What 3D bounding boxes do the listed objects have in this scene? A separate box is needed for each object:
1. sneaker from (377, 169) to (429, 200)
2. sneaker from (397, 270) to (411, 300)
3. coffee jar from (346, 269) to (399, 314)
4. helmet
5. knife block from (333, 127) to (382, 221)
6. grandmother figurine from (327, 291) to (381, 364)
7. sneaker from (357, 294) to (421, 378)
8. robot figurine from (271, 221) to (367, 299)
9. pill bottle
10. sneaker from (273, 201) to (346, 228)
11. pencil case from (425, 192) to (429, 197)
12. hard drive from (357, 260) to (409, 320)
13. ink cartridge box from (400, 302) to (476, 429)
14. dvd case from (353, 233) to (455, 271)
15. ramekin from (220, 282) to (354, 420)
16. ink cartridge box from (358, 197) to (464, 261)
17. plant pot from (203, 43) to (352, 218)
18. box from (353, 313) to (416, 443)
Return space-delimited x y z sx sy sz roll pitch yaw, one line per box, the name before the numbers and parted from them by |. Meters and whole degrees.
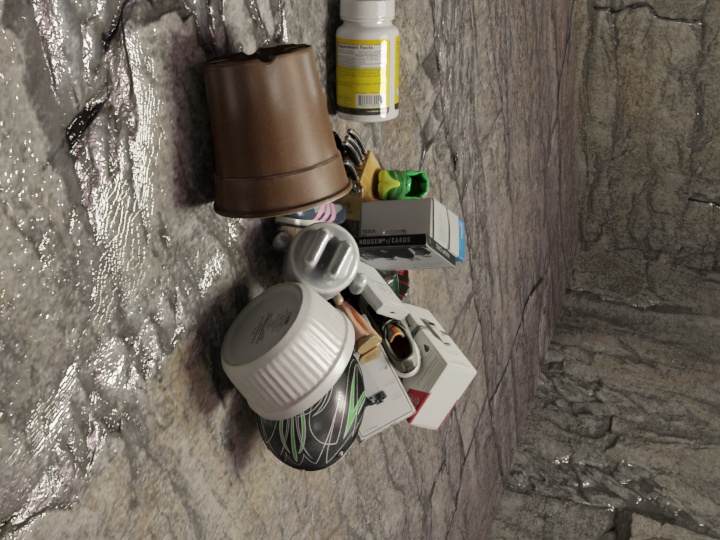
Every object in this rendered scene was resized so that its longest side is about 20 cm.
sneaker | 0.097 -0.155 1.619 0.200 0.083 0.075 -12 108 -67
sneaker | 0.077 0.007 1.810 0.202 0.073 0.087 -62 -177 -14
coffee jar | 0.034 0.082 1.696 0.103 0.085 0.202 -24 131 -15
helmet | -0.083 0.218 1.380 0.191 0.197 0.203 -50 144 -67
knife block | -0.004 -0.191 1.556 0.200 0.063 0.178 -40 134 -57
grandmother figurine | -0.031 0.069 1.468 0.060 0.201 0.122 -22 146 -20
sneaker | 0.055 0.097 1.550 0.201 0.073 0.079 62 -5 22
robot figurine | -0.065 -0.011 1.353 0.114 0.169 0.200 -59 -174 -13
pill bottle | 0.012 -0.369 1.467 0.114 0.113 0.202 -37 132 -58
sneaker | -0.076 -0.118 1.415 0.200 0.069 0.083 -17 115 -66
pencil case | 0.079 -0.110 1.755 0.201 0.086 0.088 -66 152 -27
hard drive | 0.000 0.000 1.502 0.026 0.200 0.132 -43 158 10
ink cartridge box | 0.112 0.181 1.620 0.082 0.200 0.148 18 112 -36
dvd case | 0.072 -0.030 1.475 0.200 0.148 0.025 26 63 -68
ramekin | -0.116 0.111 1.257 0.105 0.199 0.201 49 50 -29
ink cartridge box | 0.100 -0.070 1.568 0.200 0.143 0.085 22 68 -65
plant pot | -0.122 -0.196 1.147 0.200 0.198 0.201 -41 128 -55
box | 0.003 0.197 1.524 0.116 0.201 0.060 -26 168 -12
